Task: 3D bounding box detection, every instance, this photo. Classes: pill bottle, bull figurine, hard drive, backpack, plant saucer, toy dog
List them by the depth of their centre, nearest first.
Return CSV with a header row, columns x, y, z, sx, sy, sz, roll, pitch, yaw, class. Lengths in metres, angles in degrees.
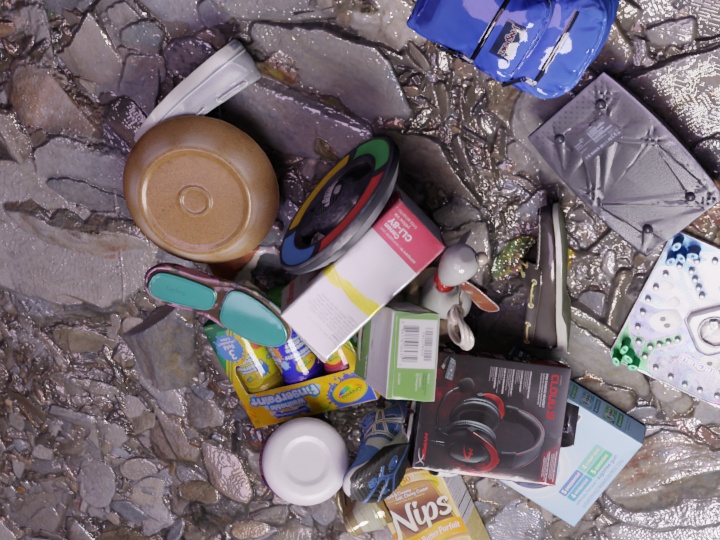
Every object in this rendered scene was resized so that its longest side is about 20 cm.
x,y,z,sx,sy,sz,roll,pitch,yaw,class
0.166,-0.275,1.461,0.200,0.168,0.163,29,131,-2,backpack
0.305,-0.124,1.564,0.200,0.042,0.135,44,124,-7,hard drive
0.126,0.020,1.656,0.096,0.200,0.132,-14,93,-15,toy dog
-0.202,-0.092,1.697,0.200,0.035,0.201,3,116,6,plant saucer
-0.168,-0.053,1.769,0.121,0.065,0.200,-18,116,20,bull figurine
-0.079,0.255,1.828,0.112,0.200,0.113,1,81,-6,pill bottle

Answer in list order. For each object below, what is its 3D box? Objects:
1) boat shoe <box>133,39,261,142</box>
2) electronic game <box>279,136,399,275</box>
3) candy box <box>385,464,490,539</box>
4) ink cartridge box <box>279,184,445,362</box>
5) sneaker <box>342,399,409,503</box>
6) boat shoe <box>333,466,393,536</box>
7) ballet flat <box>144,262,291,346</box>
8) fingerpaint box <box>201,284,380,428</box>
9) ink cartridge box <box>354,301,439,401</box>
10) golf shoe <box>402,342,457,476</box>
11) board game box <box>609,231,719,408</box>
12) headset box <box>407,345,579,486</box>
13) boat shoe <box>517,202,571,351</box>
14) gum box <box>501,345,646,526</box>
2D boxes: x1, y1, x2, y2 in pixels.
x,y,z,sx,sy,sz,roll,pitch,yaw,class
-0.201,-0.201,1.694,0.201,0.070,0.072,-38,97,30,boat shoe
-0.026,-0.078,1.621,0.042,0.200,0.200,40,125,-20,electronic game
0.099,0.342,1.894,0.115,0.055,0.200,-15,112,28,candy box
0.000,0.000,1.644,0.200,0.145,0.083,-44,99,7,ink cartridge box
0.026,0.233,1.780,0.077,0.200,0.076,19,121,23,sneaker
-0.010,0.316,1.846,0.063,0.201,0.073,-29,99,-10,boat shoe
-0.177,0.033,1.744,0.200,0.071,0.069,21,115,-6,ballet flat
-0.084,0.107,1.820,0.200,0.073,0.167,-15,111,27,fingerpaint box
0.043,0.092,1.659,0.059,0.200,0.104,4,93,-11,ink cartridge box
0.092,0.168,1.750,0.078,0.094,0.200,-28,81,42,golf shoe
0.426,0.075,1.641,0.200,0.026,0.200,25,123,6,board game box
0.167,0.177,1.677,0.199,0.075,0.149,8,92,-3,headset box
0.220,0.011,1.654,0.060,0.072,0.202,2,121,15,boat shoe
0.240,0.217,1.779,0.200,0.045,0.170,31,124,1,gum box
